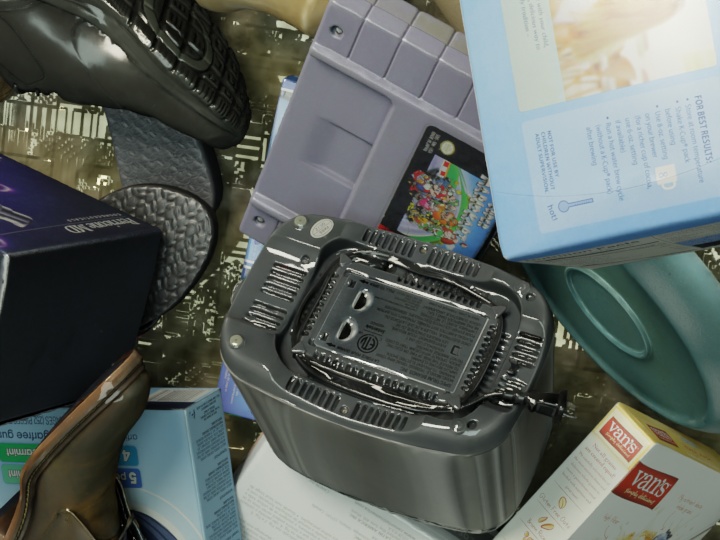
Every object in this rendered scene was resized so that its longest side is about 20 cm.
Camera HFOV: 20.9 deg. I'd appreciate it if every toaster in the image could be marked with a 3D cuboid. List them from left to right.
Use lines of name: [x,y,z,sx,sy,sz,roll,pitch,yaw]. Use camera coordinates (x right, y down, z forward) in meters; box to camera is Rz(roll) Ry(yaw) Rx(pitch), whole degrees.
toaster: [0.027,0.060,1.035,0.199,0.129,0.114,17,62,18]

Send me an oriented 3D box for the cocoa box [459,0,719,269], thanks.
cocoa box: [0.126,-0.110,0.871,0.132,0.131,0.202,-12,84,24]

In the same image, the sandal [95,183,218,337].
sandal: [-0.152,0.016,1.150,0.075,0.045,0.200,48,119,6]

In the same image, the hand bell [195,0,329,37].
hand bell: [0.013,-0.128,1.047,0.200,0.104,0.104,40,102,21]

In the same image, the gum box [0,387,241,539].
gum box: [-0.148,0.169,1.140,0.169,0.044,0.202,-2,103,27]

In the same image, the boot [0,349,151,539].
boot: [-0.139,0.131,1.066,0.097,0.075,0.200,39,128,2]

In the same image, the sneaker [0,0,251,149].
sneaker: [-0.150,-0.126,1.074,0.199,0.076,0.091,36,120,-10]

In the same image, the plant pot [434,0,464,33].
plant pot: [0.112,-0.169,1.038,0.200,0.187,0.188,40,101,11]

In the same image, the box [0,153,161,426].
box: [-0.235,-0.005,1.074,0.199,0.148,0.105,24,106,22]

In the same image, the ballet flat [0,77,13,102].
ballet flat: [-0.209,-0.188,1.111,0.067,0.072,0.201,18,100,4]

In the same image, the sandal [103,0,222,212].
sandal: [-0.122,-0.122,1.133,0.075,0.043,0.202,0,108,13]

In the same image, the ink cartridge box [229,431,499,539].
ink cartridge box: [-0.027,0.195,1.165,0.162,0.050,0.200,32,122,-4]

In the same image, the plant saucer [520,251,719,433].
plant saucer: [0.139,0.015,1.043,0.027,0.200,0.200,-40,93,-12]

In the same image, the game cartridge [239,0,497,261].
game cartridge: [0.017,-0.054,1.031,0.129,0.038,0.200,32,142,4]

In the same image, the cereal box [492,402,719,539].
cereal box: [0.118,0.170,1.100,0.200,0.144,0.040,-49,56,11]

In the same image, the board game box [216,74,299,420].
board game box: [0.000,0.000,1.136,0.134,0.034,0.202,14,101,4]
